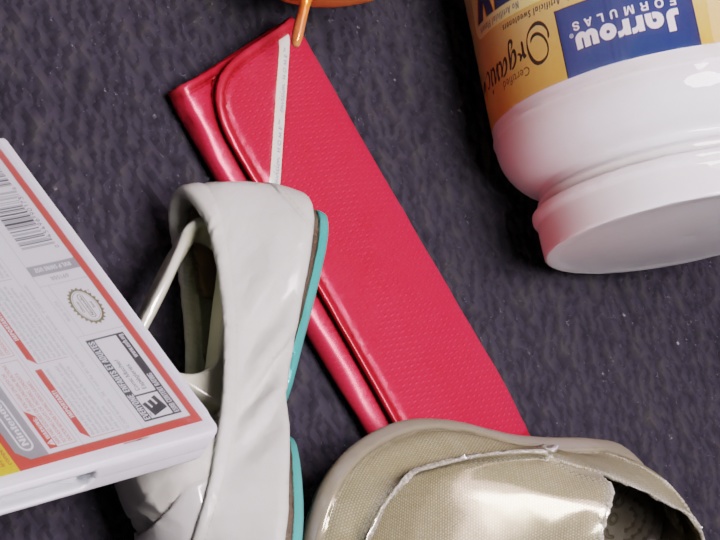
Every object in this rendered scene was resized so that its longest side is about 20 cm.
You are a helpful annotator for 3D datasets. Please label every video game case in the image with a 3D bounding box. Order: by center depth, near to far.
[{"bbox_3d":[-0.159,0.023,0.793,0.200,0.017,0.143,-13,55,-44],"label":"video game case"}]

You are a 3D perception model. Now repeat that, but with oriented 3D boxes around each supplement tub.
[{"bbox_3d":[0.118,-0.110,1.057,0.144,0.144,0.200,1,72,-42],"label":"supplement tub"}]

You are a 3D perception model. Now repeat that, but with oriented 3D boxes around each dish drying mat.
[{"bbox_3d":[0.000,0.000,0.993,0.077,0.018,0.200,-38,100,-45],"label":"dish drying mat"}]

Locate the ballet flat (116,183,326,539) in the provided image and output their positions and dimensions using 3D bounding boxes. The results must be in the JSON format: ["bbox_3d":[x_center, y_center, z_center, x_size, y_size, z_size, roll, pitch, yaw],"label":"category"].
[{"bbox_3d":[-0.055,0.053,0.886,0.069,0.069,0.200,28,51,-32],"label":"ballet flat"}]

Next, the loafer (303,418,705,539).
[{"bbox_3d":[0.061,0.098,0.959,0.200,0.068,0.076,-3,104,-44],"label":"loafer"}]

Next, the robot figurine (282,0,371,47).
[{"bbox_3d":[-0.020,-0.190,0.984,0.144,0.117,0.200,-8,78,-56],"label":"robot figurine"}]
